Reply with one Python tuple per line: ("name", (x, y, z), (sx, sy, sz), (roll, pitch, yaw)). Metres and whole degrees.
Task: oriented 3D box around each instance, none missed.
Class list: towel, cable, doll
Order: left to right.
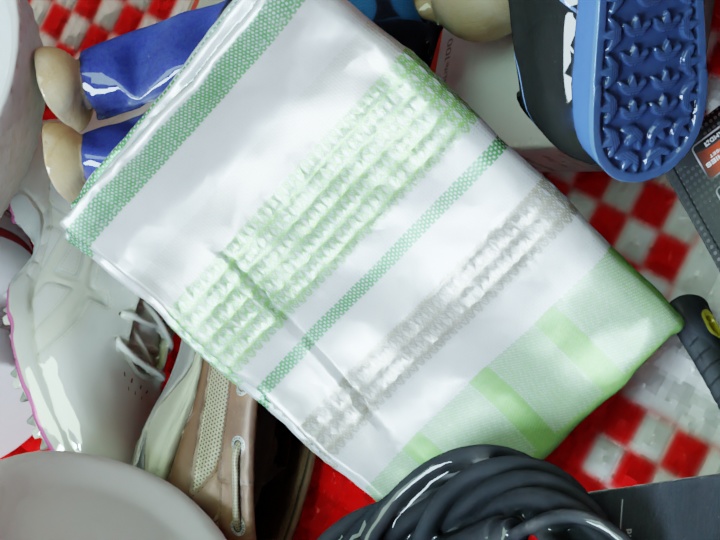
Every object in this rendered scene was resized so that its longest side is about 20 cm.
("doll", (-0.027, -0.079, 0.861), (0.198, 0.049, 0.137), (-18, 55, 11))
("towel", (0.000, 0.000, 0.812), (0.200, 0.031, 0.149), (42, 118, -3))
("cable", (0.024, 0.138, 0.770), (0.199, 0.051, 0.164), (-36, 32, 29))

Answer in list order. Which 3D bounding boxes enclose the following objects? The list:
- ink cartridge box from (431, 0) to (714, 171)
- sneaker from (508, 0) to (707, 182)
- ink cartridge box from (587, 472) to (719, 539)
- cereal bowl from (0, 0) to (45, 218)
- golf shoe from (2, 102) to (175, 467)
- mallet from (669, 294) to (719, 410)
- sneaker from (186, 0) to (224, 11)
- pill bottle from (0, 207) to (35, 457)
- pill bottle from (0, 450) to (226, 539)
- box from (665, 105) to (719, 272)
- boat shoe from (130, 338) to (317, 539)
("ink cartridge box", (0.051, -0.121, 0.895), (0.198, 0.057, 0.164), (3, 77, 32))
("sneaker", (0.086, -0.135, 0.764), (0.078, 0.070, 0.202), (36, 125, 55))
("ink cartridge box", (0.109, 0.120, 0.724), (0.200, 0.039, 0.100), (-22, 59, 60))
("cereal bowl", (-0.220, -0.060, 0.926), (0.198, 0.083, 0.202), (-7, 62, 13))
("golf shoe", (-0.102, 0.003, 0.943), (0.091, 0.075, 0.201), (-23, 53, 18))
("mallet", (0.145, 0.082, 0.745), (0.041, 0.066, 0.201), (-47, 52, 25))
("sneaker", (-0.035, -0.167, 0.927), (0.200, 0.093, 0.071), (-47, 43, 29))
("pill bottle", (-0.210, -0.010, 1.011), (0.112, 0.112, 0.201), (-38, 56, 21))
("pill bottle", (-0.130, 0.181, 0.862), (0.114, 0.114, 0.201), (45, 124, 37))
("box", (0.218, -0.032, 0.741), (0.199, 0.044, 0.161), (-37, 56, 21))
("boat shoe", (-0.032, 0.029, 0.897), (0.071, 0.076, 0.202), (15, 92, 33))
